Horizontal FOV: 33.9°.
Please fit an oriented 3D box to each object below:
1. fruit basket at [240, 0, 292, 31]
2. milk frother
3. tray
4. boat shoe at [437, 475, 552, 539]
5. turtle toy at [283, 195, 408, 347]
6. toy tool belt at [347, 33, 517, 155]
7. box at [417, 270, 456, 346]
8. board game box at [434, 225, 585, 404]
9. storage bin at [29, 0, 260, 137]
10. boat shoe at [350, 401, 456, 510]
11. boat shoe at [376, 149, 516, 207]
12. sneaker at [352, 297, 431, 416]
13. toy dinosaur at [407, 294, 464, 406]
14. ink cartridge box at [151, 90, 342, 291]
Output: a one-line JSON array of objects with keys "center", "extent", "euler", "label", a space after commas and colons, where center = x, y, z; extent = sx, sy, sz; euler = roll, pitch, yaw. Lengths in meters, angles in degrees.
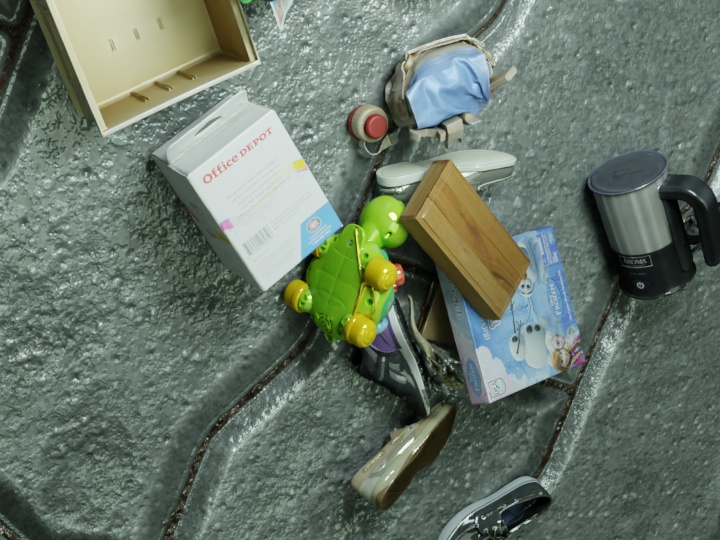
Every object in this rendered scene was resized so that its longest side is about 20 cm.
[{"center": [-0.098, -0.379, 1.290], "extent": [0.093, 0.201, 0.187], "euler": [-10, 117, 17], "label": "fruit basket"}, {"center": [0.450, -0.094, 1.744], "extent": [0.201, 0.179, 0.189], "euler": [-66, 140, -52], "label": "milk frother"}, {"center": [0.138, -0.037, 1.518], "extent": [0.200, 0.037, 0.099], "euler": [48, 61, -31], "label": "tray"}, {"center": [0.202, 0.380, 1.778], "extent": [0.199, 0.056, 0.069], "euler": [-32, 119, -19], "label": "boat shoe"}, {"center": [0.000, 0.000, 1.497], "extent": [0.101, 0.145, 0.202], "euler": [7, 108, -54], "label": "turtle toy"}, {"center": [0.091, -0.215, 1.483], "extent": [0.199, 0.123, 0.126], "euler": [-32, 119, -18], "label": "toy tool belt"}, {"center": [0.184, 0.035, 1.678], "extent": [0.198, 0.021, 0.165], "euler": [14, 97, -32], "label": "box"}, {"center": [0.210, 0.058, 1.621], "extent": [0.198, 0.043, 0.202], "euler": [-17, 93, -36], "label": "board game box"}, {"center": [-0.242, -0.284, 1.283], "extent": [0.199, 0.094, 0.200], "euler": [-29, 118, -19], "label": "storage bin"}, {"center": [0.063, 0.246, 1.645], "extent": [0.200, 0.065, 0.073], "euler": [-44, 146, -34], "label": "boat shoe"}, {"center": [0.114, -0.117, 1.562], "extent": [0.200, 0.072, 0.061], "euler": [-12, 113, -20], "label": "boat shoe"}, {"center": [0.036, 0.125, 1.606], "extent": [0.087, 0.076, 0.201], "euler": [-18, 125, 7], "label": "sneaker"}, {"center": [0.104, 0.125, 1.602], "extent": [0.047, 0.088, 0.201], "euler": [-29, 135, -2], "label": "toy dinosaur"}, {"center": [-0.139, -0.103, 1.382], "extent": [0.128, 0.125, 0.201], "euler": [-39, 121, -14], "label": "ink cartridge box"}]
